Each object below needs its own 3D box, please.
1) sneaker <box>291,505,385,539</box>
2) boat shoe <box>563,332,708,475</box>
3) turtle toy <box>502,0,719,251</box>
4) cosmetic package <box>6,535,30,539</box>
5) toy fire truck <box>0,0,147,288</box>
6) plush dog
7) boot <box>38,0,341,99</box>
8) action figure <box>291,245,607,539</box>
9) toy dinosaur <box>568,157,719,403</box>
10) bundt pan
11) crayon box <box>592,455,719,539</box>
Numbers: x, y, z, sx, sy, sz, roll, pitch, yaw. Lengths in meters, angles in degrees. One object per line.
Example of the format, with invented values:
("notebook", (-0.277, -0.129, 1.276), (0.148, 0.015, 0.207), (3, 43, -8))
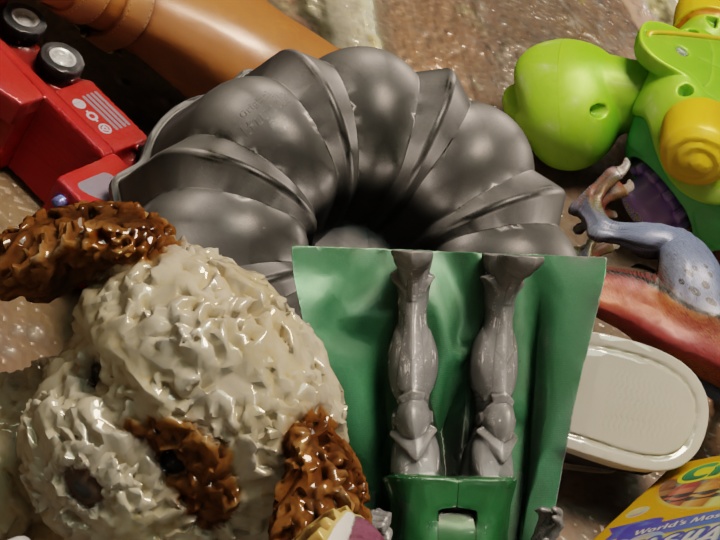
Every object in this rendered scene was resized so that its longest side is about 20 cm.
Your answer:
("sneaker", (-0.011, 0.151, 0.524), (0.090, 0.075, 0.200), (34, 42, -13))
("boat shoe", (0.051, 0.038, 0.903), (0.200, 0.060, 0.074), (18, 74, -12))
("turtle toy", (0.172, -0.069, 1.076), (0.200, 0.101, 0.146), (26, 40, -8))
("cosmetic package", (-0.128, 0.202, 0.531), (0.200, 0.123, 0.199), (-17, 59, -44))
("toy fire truck", (-0.176, -0.062, 0.859), (0.200, 0.049, 0.141), (45, 39, 15))
("plush dog", (-0.065, 0.071, 0.684), (0.200, 0.172, 0.160), (44, 38, 16))
("boot", (-0.085, -0.106, 0.926), (0.155, 0.074, 0.200), (23, 18, -46))
("action figure", (0.032, 0.093, 0.749), (0.118, 0.200, 0.055), (1, 1, -8))
("toy dinosaur", (0.160, 0.044, 0.949), (0.200, 0.105, 0.182), (-20, 55, -34))
("bundt pan", (0.000, 0.000, 0.821), (0.202, 0.076, 0.202), (6, 72, -18))
("crayon box", (0.154, 0.116, 0.830), (0.200, 0.126, 0.052), (-30, 101, -51))
